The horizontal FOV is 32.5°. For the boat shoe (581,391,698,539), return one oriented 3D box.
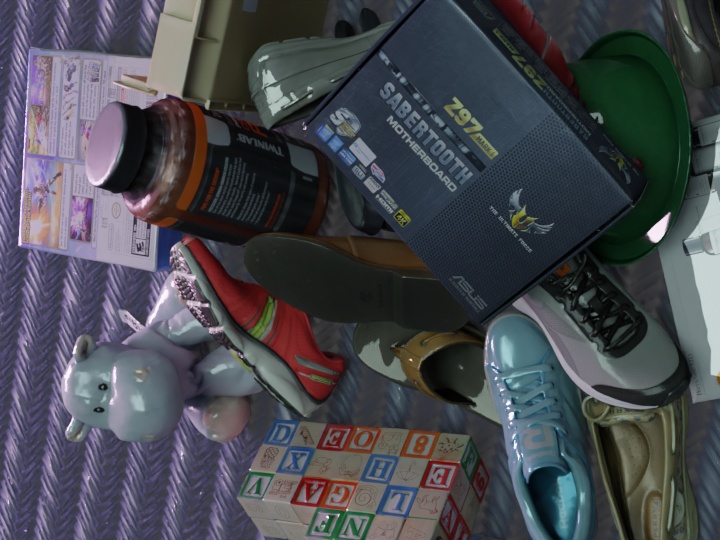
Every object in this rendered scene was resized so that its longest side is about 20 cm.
[{"bbox_3d":[0.215,0.131,0.949,0.073,0.062,0.203,-16,85,31],"label":"boat shoe"}]

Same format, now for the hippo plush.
[{"bbox_3d":[-0.195,0.076,1.128,0.198,0.160,0.162,17,102,28],"label":"hippo plush"}]

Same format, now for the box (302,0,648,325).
[{"bbox_3d":[0.077,-0.083,0.863,0.200,0.051,0.157,48,125,-3],"label":"box"}]

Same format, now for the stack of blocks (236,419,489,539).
[{"bbox_3d":[-0.003,0.196,1.047,0.197,0.116,0.059,1,136,31],"label":"stack of blocks"}]

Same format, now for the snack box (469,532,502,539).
[{"bbox_3d":[0.098,0.329,1.039,0.140,0.053,0.203,6,97,29],"label":"snack box"}]

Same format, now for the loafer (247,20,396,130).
[{"bbox_3d":[0.008,-0.158,1.002,0.197,0.070,0.071,-12,79,-5],"label":"loafer"}]

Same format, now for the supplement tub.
[{"bbox_3d":[-0.129,-0.081,1.045,0.106,0.198,0.109,-21,62,47],"label":"supplement tub"}]

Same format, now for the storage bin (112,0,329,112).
[{"bbox_3d":[-0.105,-0.240,1.031,0.093,0.198,0.203,20,103,23],"label":"storage bin"}]

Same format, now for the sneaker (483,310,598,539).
[{"bbox_3d":[0.143,0.126,0.950,0.073,0.082,0.203,-18,82,6],"label":"sneaker"}]

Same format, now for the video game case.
[{"bbox_3d":[-0.252,-0.112,1.214,0.179,0.045,0.203,9,98,28],"label":"video game case"}]

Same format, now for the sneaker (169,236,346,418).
[{"bbox_3d":[-0.088,0.037,1.079,0.201,0.085,0.077,50,164,-23],"label":"sneaker"}]

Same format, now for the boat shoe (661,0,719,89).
[{"bbox_3d":[0.243,-0.217,0.862,0.072,0.075,0.203,-9,58,14],"label":"boat shoe"}]

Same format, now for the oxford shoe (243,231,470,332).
[{"bbox_3d":[0.000,0.000,1.040,0.197,0.072,0.072,13,126,6],"label":"oxford shoe"}]

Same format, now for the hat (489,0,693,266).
[{"bbox_3d":[0.119,-0.105,0.890,0.166,0.174,0.203,-42,53,54],"label":"hat"}]

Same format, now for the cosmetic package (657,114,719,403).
[{"bbox_3d":[0.267,-0.010,0.915,0.082,0.050,0.203,-15,86,31],"label":"cosmetic package"}]

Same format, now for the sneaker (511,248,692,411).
[{"bbox_3d":[0.164,0.026,0.922,0.074,0.080,0.200,-38,59,-10],"label":"sneaker"}]

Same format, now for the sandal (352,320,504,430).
[{"bbox_3d":[0.076,0.085,1.031,0.199,0.054,0.083,30,109,24],"label":"sandal"}]

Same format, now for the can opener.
[{"bbox_3d":[0.015,-0.128,1.050,0.063,0.078,0.203,-11,76,23],"label":"can opener"}]
